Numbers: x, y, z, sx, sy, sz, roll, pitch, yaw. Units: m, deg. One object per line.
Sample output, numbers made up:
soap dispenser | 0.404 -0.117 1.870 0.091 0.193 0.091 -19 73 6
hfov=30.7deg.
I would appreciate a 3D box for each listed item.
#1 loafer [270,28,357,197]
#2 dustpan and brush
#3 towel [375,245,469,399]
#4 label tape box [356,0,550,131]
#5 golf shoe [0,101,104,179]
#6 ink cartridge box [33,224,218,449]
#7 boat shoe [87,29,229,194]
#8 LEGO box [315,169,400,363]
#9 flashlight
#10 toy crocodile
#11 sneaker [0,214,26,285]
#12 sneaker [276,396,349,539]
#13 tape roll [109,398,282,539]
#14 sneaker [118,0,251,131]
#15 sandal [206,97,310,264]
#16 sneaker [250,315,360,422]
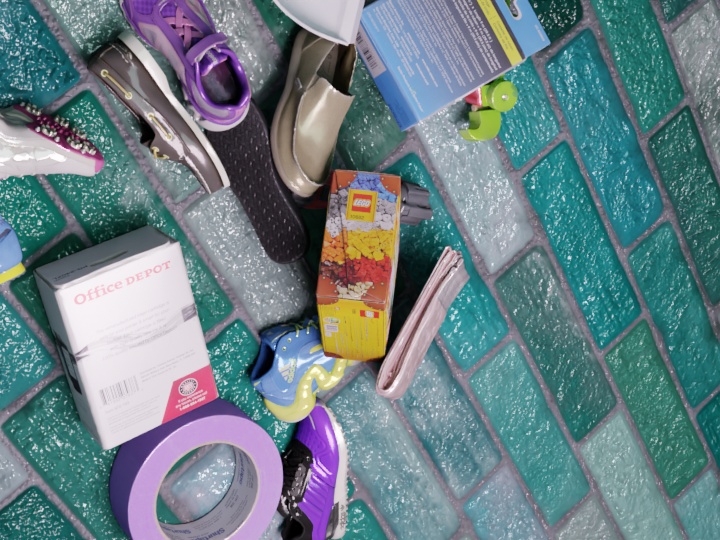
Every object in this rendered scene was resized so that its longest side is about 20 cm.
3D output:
loafer | -0.047 -0.181 1.446 0.075 0.068 0.202 21 69 -45
dustpan and brush | -0.086 -0.335 1.412 0.198 0.057 0.141 13 85 -4
towel | 0.077 0.070 1.601 0.032 0.200 0.192 28 87 9
label tape box | 0.101 -0.273 1.523 0.199 0.066 0.144 -32 95 -20
golf shoe | -0.358 -0.123 1.322 0.199 0.075 0.092 18 112 -33
ink cartridge box | -0.255 0.070 1.437 0.144 0.083 0.202 -23 117 -24
boat shoe | -0.213 -0.157 1.396 0.060 0.072 0.202 -39 116 -10
LEGO box | 0.000 0.000 1.479 0.076 0.200 0.151 6 68 4
flashlight | -0.011 -0.095 1.551 0.199 0.068 0.068 7 70 -38
toy crocodile | 0.153 -0.256 1.592 0.061 0.067 0.202 -6 110 -28
sneaker | -0.438 0.005 1.315 0.199 0.066 0.079 -27 108 -23
sneaker | -0.071 0.258 1.630 0.099 0.069 0.202 -13 113 -26
tape roll | -0.193 0.253 1.554 0.198 0.065 0.202 -11 112 -30
sneaker | -0.174 -0.236 1.365 0.080 0.088 0.201 -37 108 -10
sandal | -0.112 -0.104 1.468 0.075 0.045 0.202 -20 97 22
sneaker | -0.055 0.085 1.576 0.105 0.076 0.201 41 84 -35
